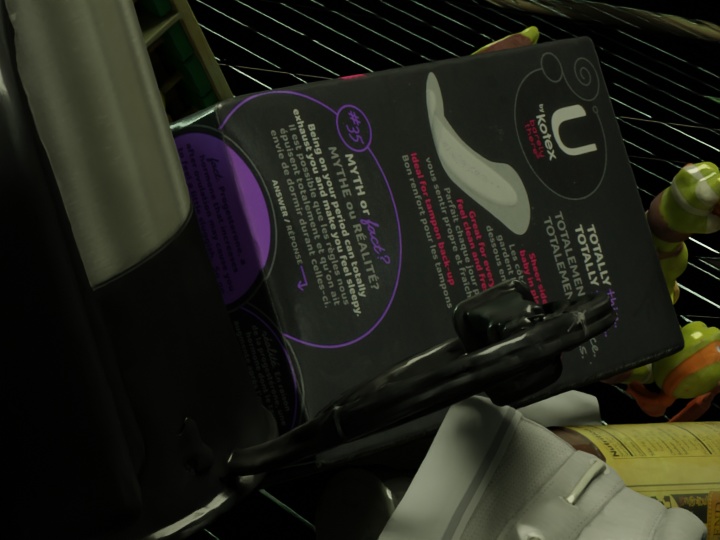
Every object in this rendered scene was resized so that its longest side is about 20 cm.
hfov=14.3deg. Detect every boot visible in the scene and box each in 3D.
[{"bbox_3d":[0.043,0.108,0.786,0.095,0.074,0.200,23,35,5],"label":"boot"}]

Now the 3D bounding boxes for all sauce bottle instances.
[{"bbox_3d":[0.070,0.086,0.986,0.199,0.066,0.066,-1,22,-42],"label":"sauce bottle"}]

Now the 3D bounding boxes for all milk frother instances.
[{"bbox_3d":[-0.053,-0.027,0.795,0.199,0.189,0.180,-24,22,-20],"label":"milk frother"}]

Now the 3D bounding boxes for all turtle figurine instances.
[{"bbox_3d":[0.087,-0.003,1.092,0.161,0.064,0.200,51,-19,15],"label":"turtle figurine"}]

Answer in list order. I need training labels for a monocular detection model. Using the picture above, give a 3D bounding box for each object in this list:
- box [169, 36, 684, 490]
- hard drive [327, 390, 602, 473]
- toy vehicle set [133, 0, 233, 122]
[{"bbox_3d":[0.000,0.000,0.980,0.106,0.123,0.200,-18,-3,43],"label":"box"},{"bbox_3d":[-0.003,0.050,1.111,0.199,0.025,0.132,16,14,-3],"label":"hard drive"},{"bbox_3d":[-0.126,-0.088,1.080,0.026,0.124,0.200,28,-25,41],"label":"toy vehicle set"}]
